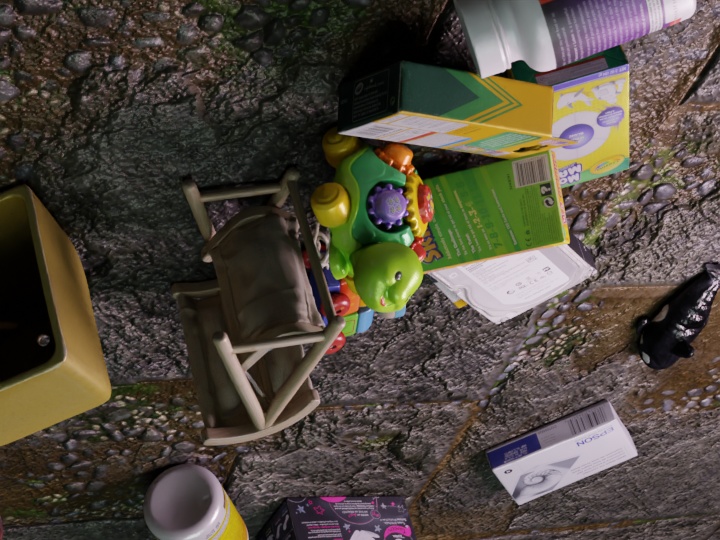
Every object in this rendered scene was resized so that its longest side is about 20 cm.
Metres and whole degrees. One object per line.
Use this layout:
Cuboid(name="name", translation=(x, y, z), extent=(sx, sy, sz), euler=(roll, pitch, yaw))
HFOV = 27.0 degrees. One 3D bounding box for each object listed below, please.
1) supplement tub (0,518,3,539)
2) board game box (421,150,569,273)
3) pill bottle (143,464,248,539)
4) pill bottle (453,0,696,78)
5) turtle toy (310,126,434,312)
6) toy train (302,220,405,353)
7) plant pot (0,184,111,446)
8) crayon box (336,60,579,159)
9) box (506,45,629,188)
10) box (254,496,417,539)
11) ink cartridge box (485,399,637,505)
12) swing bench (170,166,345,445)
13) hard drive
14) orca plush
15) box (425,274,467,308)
Cuboid(name="supplement tub", translation=(-0.501, 0.279, 1.782), extent=(0.106, 0.108, 0.201), euler=(-15, 146, -4))
Cuboid(name="board game box", translation=(0.112, -0.056, 1.547), extent=(0.198, 0.097, 0.030), euler=(-12, 172, 22))
Cuboid(name="pill bottle", translation=(-0.214, 0.347, 2.005), extent=(0.108, 0.110, 0.201), euler=(-18, 146, 1))
Cuboid(name="pill bottle", translation=(0.187, -0.244, 1.333), extent=(0.198, 0.112, 0.112), euler=(-20, 147, 4))
Cuboid(name="turtle toy", translation=(0.019, -0.043, 1.473), extent=(0.100, 0.201, 0.146), euler=(-5, 140, 17))
Cuboid(name="toy train", translation=(0.000, 0.000, 1.631), extent=(0.115, 0.085, 0.201), euler=(-14, 147, -16))
Cuboid(name="plant pot", translation=(-0.349, 0.072, 1.483), extent=(0.193, 0.197, 0.200), euler=(-22, 153, 8))
Cuboid(name="crayon box", translation=(0.093, -0.150, 1.424), extent=(0.198, 0.052, 0.125), euler=(7, 173, -28))
Cuboid(name="box", translation=(0.217, -0.148, 1.545), extent=(0.116, 0.049, 0.201), euler=(-16, 148, 0))
Cuboid(name="box", translation=(-0.033, 0.410, 2.174), extent=(0.198, 0.116, 0.132), euler=(5, 141, -29))
Cuboid(name="ink cartridge box", translation=(0.304, 0.280, 2.207), extent=(0.198, 0.041, 0.200), euler=(-25, 146, 11))
Cuboid(name="swing bench", translation=(-0.111, 0.038, 1.525), extent=(0.128, 0.200, 0.201), euler=(-7, 146, -15))
Cuboid(name="hard drive", translation=(0.159, -0.015, 1.645), extent=(0.139, 0.038, 0.200), euler=(-28, 144, 20))
Cuboid(name="orca plush", translation=(0.432, 0.079, 1.948), extent=(0.104, 0.072, 0.200), euler=(12, 137, -36))
Cuboid(name="box", translation=(0.116, -0.037, 1.668), extent=(0.118, 0.042, 0.200), euler=(-27, 143, 14))
